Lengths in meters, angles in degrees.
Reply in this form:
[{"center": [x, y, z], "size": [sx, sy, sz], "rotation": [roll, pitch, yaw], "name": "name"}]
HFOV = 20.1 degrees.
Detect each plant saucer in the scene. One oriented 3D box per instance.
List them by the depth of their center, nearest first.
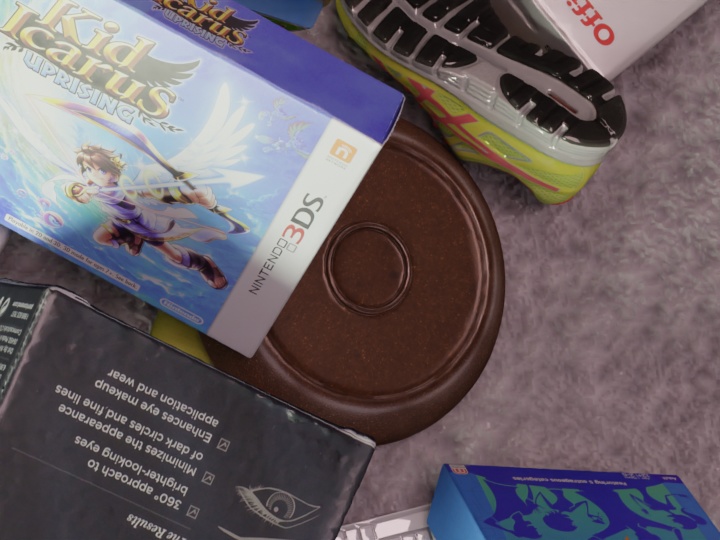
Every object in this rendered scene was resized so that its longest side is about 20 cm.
[{"center": [0.000, 0.000, 1.159], "size": [0.200, 0.034, 0.201], "rotation": [4, 81, -23], "name": "plant saucer"}]

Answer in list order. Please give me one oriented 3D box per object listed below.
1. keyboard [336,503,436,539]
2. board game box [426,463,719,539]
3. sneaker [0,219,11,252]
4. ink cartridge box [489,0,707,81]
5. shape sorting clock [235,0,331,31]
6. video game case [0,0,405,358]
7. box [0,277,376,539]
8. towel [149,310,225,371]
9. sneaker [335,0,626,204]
[{"center": [0.002, 0.171, 1.152], "size": [0.200, 0.011, 0.056], "rotation": [-12, 82, -17], "name": "keyboard"}, {"center": [0.138, 0.176, 1.090], "size": [0.152, 0.200, 0.045], "rotation": [4, 116, -20], "name": "board game box"}, {"center": [-0.223, 0.061, 1.093], "size": [0.114, 0.073, 0.201], "rotation": [36, 74, -17], "name": "sneaker"}, {"center": [0.156, -0.212, 1.233], "size": [0.200, 0.084, 0.145], "rotation": [-39, 90, -19], "name": "ink cartridge box"}, {"center": [-0.114, -0.155, 1.090], "size": [0.199, 0.200, 0.039], "rotation": [6, 84, -14], "name": "shape sorting clock"}, {"center": [-0.104, -0.065, 1.029], "size": [0.200, 0.181, 0.045], "rotation": [28, 44, -5], "name": "video game case"}, {"center": [-0.131, 0.134, 1.035], "size": [0.196, 0.117, 0.200], "rotation": [28, 80, -24], "name": "box"}, {"center": [-0.067, 0.013, 1.165], "size": [0.086, 0.018, 0.200], "rotation": [22, 74, -6], "name": "towel"}, {"center": [0.059, -0.106, 1.192], "size": [0.200, 0.090, 0.078], "rotation": [40, 58, 20], "name": "sneaker"}]
